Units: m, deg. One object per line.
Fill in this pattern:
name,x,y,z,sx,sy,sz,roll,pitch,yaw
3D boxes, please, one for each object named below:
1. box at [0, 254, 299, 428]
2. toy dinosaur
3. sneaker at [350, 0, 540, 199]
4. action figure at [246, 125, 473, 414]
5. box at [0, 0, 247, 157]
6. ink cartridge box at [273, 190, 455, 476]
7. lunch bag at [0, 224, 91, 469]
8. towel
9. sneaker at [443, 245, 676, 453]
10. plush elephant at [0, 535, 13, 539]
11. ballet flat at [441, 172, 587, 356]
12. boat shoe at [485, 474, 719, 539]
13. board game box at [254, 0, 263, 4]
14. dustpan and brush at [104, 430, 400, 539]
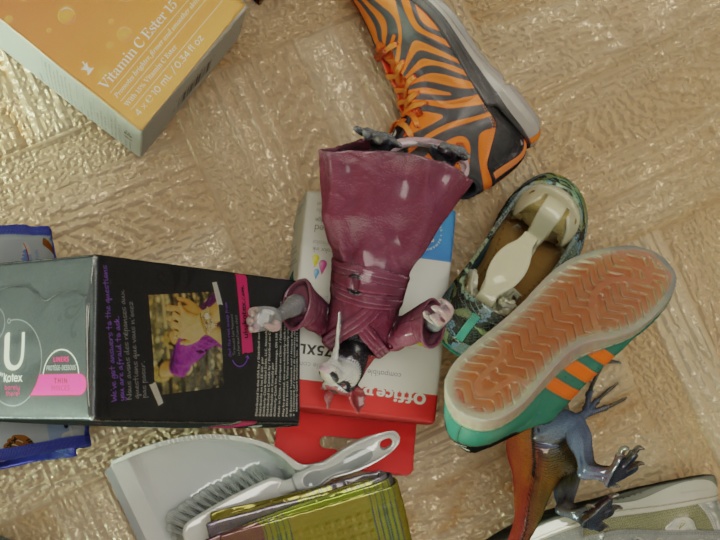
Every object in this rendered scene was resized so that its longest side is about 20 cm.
box,-0.146,0.053,0.978,0.200,0.122,0.106,9,79,-51
toy dinosaur,0.131,0.096,1.058,0.200,0.105,0.182,-21,48,-26
sneaker,0.038,-0.138,1.102,0.112,0.078,0.200,-44,92,-12
action figure,0.000,0.000,1.012,0.134,0.149,0.201,14,100,-1
box,-0.201,-0.199,1.058,0.200,0.097,0.125,38,79,-3
ink cartridge box,0.001,0.050,1.079,0.116,0.067,0.201,7,83,-9
lunch bag,-0.295,0.062,0.997,0.199,0.124,0.171,-10,83,-25
towel,-0.024,0.247,1.045,0.143,0.023,0.201,-16,107,-10
sneaker,0.135,0.055,1.012,0.200,0.080,0.071,-32,66,-20
plush elephant,-0.291,0.260,0.973,0.200,0.155,0.165,36,32,-36
ballet flat,0.125,-0.016,1.071,0.074,0.074,0.200,37,54,-4
boat shoe,0.184,0.205,1.091,0.201,0.074,0.065,-12,81,-18
board game box,-0.103,-0.285,1.033,0.151,0.200,0.046,44,79,-3
dustpan and brush,-0.066,0.160,1.047,0.200,0.057,0.140,-26,101,-12
